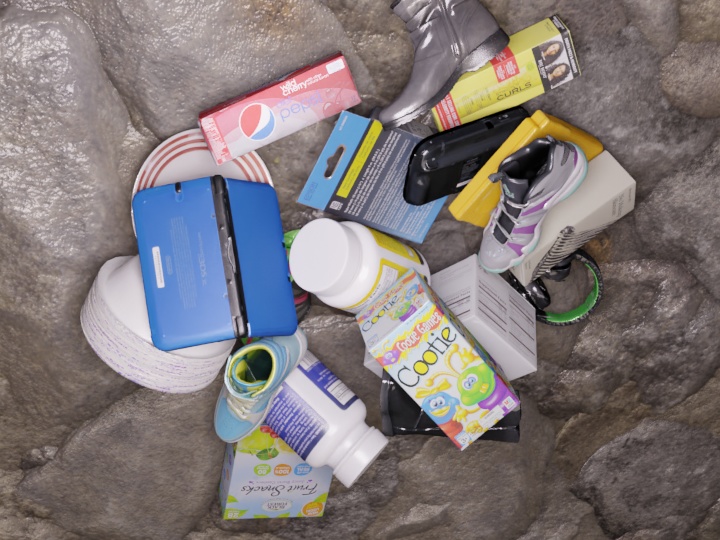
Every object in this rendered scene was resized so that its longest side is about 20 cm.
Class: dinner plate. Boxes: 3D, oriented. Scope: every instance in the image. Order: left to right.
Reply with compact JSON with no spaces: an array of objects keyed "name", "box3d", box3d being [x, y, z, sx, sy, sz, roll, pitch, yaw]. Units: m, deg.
[{"name":"dinner plate","box3d":[-0.201,-0.080,1.468,0.197,0.024,0.204,-4,98,-30]}]

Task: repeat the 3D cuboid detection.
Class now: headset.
[{"name":"headset","box3d":[0.262,0.015,1.668,0.198,0.094,0.124,25,117,-11]}]

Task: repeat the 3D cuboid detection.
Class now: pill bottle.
[{"name":"pill bottle","box3d":[-0.061,0.210,1.643,0.200,0.119,0.120,43,113,9]},{"name":"pill bottle","box3d":[0.000,0.000,1.531,0.114,0.115,0.199,-44,148,17]}]

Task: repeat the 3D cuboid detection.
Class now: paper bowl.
[{"name":"paper bowl","box3d":[-0.253,0.054,1.484,0.198,0.202,0.105,19,118,-26]}]

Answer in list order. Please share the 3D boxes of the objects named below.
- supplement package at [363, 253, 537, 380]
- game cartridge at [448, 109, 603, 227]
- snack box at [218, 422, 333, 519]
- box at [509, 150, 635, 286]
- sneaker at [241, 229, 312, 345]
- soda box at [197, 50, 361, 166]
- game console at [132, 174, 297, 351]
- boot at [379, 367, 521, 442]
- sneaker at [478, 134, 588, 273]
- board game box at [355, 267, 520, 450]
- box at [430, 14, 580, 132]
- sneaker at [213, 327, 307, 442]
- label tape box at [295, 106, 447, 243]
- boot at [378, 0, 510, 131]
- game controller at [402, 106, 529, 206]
[{"name":"supplement package","box3d":[0.130,0.094,1.639,0.198,0.112,0.155,-26,132,33]},{"name":"game cartridge","box3d":[0.226,-0.125,1.540,0.177,0.033,0.199,-49,153,20]},{"name":"snack box","box3d":[-0.125,0.294,1.780,0.166,0.068,0.202,1,127,-17]},{"name":"box","box3d":[0.284,-0.072,1.587,0.199,0.069,0.082,-35,152,-6]},{"name":"sneaker","box3d":[-0.104,0.025,1.599,0.083,0.077,0.202,2,128,-43]},{"name":"soda box","box3d":[-0.101,-0.202,1.416,0.197,0.070,0.064,-23,107,1]},{"name":"game console","box3d":[-0.180,-0.007,1.436,0.168,0.204,0.118,-10,171,2]},{"name":"boot","box3d":[0.128,0.186,1.608,0.196,0.067,0.166,4,149,8]},{"name":"sneaker","box3d":[0.192,-0.090,1.452,0.139,0.078,0.201,13,114,-55]},{"name":"board game box","box3d":[0.099,0.115,1.479,0.105,0.103,0.200,-40,114,8]},{"name":"box","box3d":[0.180,-0.250,1.480,0.197,0.050,0.076,-24,129,3]},{"name":"sneaker","box3d":[-0.159,0.161,1.537,0.079,0.130,0.202,35,109,10]},{"name":"label tape box","box3d":[0.024,-0.134,1.511,0.197,0.064,0.145,17,117,-26]},{"name":"boot","box3d":[0.074,-0.275,1.402,0.199,0.070,0.132,-40,102,-5]},{"name":"game controller","box3d":[0.138,-0.146,1.472,0.198,0.042,0.105,-22,150,-31]}]
